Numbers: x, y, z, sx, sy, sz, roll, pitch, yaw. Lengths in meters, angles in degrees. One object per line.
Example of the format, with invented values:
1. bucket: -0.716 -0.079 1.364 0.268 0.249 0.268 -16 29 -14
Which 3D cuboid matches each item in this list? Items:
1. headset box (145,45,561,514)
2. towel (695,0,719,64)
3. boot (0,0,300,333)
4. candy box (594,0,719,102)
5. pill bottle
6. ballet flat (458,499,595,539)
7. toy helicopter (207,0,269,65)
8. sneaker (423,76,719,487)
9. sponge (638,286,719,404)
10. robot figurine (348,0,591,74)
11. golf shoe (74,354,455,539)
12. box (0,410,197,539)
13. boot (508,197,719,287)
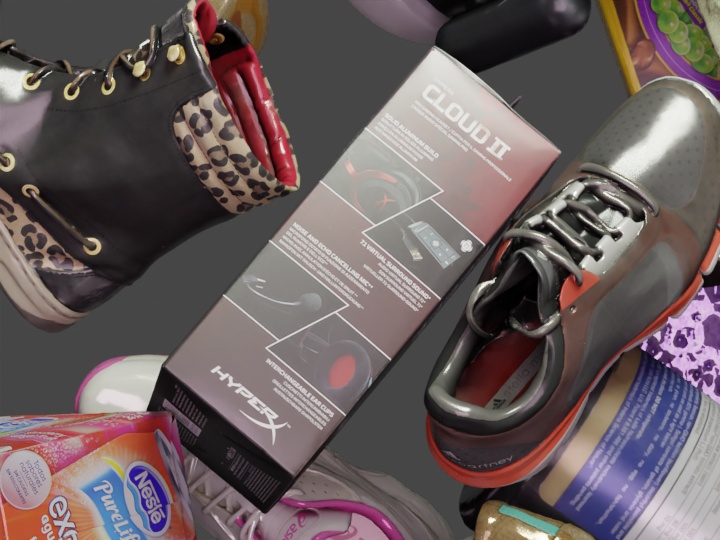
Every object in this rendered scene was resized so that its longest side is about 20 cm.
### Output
1. headset box: 0.000 0.000 1.206 0.075 0.149 0.200 39 77 1
2. towel: 0.188 -0.175 1.204 0.036 0.200 0.148 21 127 -38
3. boot: -0.129 -0.085 1.269 0.150 0.073 0.201 -24 97 23
4. candy box: 0.170 -0.103 1.297 0.102 0.026 0.201 -18 83 -1
5. pill bottle: 0.153 0.122 1.255 0.200 0.112 0.112 36 93 -5
6. ballet flat: 0.032 0.170 1.228 0.072 0.068 0.200 36 128 4
7. toy helicopter: -0.051 -0.181 1.268 0.079 0.132 0.201 24 112 27
8. sneaker: 0.093 -0.001 1.170 0.077 0.082 0.200 27 78 22
9. sponge: 0.198 0.019 1.316 0.199 0.030 0.112 -18 92 1
10. robot figurine: 0.069 -0.175 1.209 0.200 0.150 0.125 -21 109 38
11. golf shoe: -0.044 0.101 1.292 0.199 0.092 0.076 28 96 0
12. box: -0.166 0.118 1.233 0.099 0.200 0.096 -13 94 -37
13. boot: 0.169 -0.093 1.255 0.186 0.064 0.201 6 80 9
